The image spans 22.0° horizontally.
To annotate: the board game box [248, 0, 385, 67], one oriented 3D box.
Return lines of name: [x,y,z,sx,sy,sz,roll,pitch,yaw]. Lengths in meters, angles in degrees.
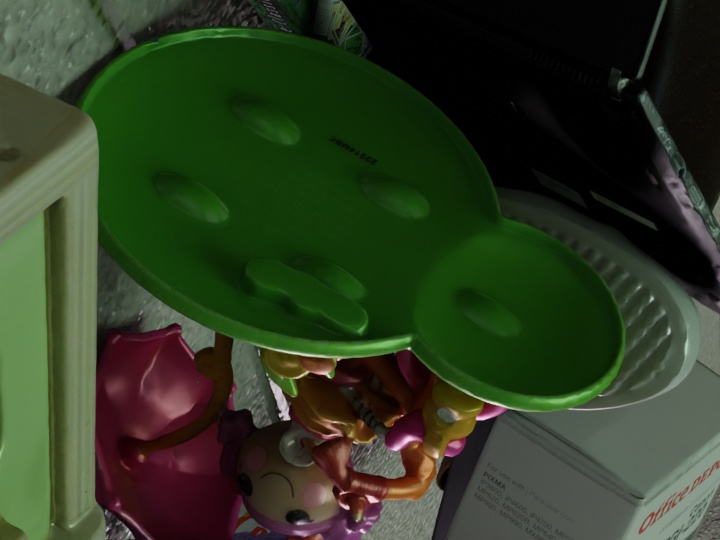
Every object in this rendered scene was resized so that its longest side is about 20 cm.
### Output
board game box: [-0.010,-0.140,0.716,0.105,0.023,0.200,-63,161,-8]

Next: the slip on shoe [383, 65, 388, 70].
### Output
slip on shoe: [0.051,-0.107,0.831,0.200,0.061,0.074,-61,-167,-19]

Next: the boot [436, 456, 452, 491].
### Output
boot: [0.101,0.008,1.058,0.188,0.068,0.200,-56,-177,28]

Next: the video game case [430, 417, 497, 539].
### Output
video game case: [0.104,0.090,0.993,0.181,0.025,0.200,-37,151,-37]

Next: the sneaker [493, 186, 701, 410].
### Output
sneaker: [0.053,-0.004,0.707,0.082,0.200,0.074,-13,116,-48]

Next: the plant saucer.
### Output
plant saucer: [0.103,-0.061,0.771,0.200,0.034,0.200,-161,-90,-74]

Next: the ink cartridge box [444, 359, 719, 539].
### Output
ink cartridge box: [0.102,0.143,0.919,0.146,0.085,0.200,-25,140,-53]

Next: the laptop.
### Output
laptop: [0.076,-0.102,0.642,0.103,0.177,0.200,-46,132,-9]

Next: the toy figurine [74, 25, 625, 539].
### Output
toy figurine: [-0.027,0.041,0.672,0.150,0.200,0.184,-54,170,-46]

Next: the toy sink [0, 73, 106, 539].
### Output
toy sink: [-0.140,0.055,0.454,0.130,0.112,0.200,-46,153,-45]

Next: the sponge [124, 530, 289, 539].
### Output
sponge: [-0.088,0.133,0.694,0.200,0.112,0.030,-13,96,-67]

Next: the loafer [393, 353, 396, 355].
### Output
loafer: [0.000,0.000,0.864,0.201,0.068,0.070,18,57,-62]

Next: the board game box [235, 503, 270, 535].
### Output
board game box: [-0.002,0.213,0.883,0.046,0.200,0.152,-37,146,-57]
